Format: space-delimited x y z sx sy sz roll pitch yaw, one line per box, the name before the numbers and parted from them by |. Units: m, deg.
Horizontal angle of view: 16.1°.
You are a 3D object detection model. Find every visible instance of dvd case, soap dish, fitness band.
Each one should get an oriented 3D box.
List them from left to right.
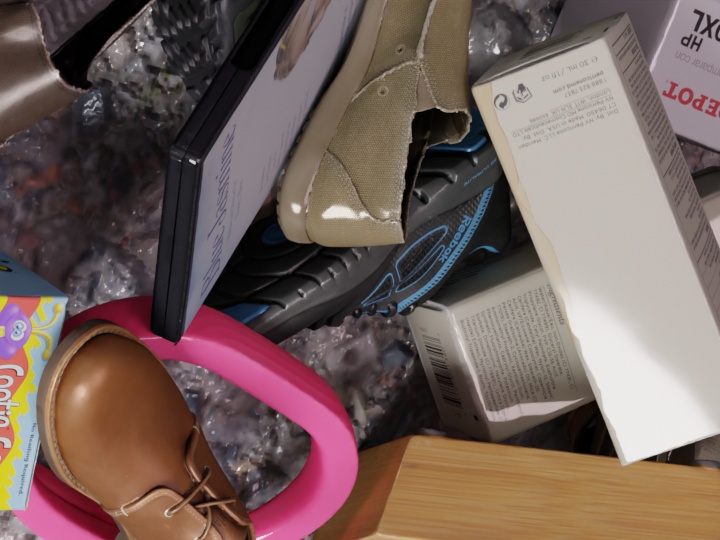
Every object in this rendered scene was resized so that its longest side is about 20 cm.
fitness band | -0.090 0.087 1.232 0.144 0.037 0.200 -40 133 18
dvd case | -0.041 -0.080 1.155 0.143 0.018 0.200 103 14 -56
soap dish | 0.087 0.134 1.314 0.200 0.157 0.081 8 79 -12

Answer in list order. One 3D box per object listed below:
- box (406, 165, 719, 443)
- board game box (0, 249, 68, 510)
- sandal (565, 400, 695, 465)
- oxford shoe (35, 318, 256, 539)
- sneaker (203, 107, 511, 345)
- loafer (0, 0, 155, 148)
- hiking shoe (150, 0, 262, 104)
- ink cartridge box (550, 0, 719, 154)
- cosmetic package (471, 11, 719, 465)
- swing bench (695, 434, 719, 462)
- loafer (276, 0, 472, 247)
box | 0.130 0.015 1.354 0.200 0.068 0.082 -21 102 -18
board game box | -0.244 0.040 1.093 0.200 0.105 0.103 2 108 -36
sandal | 0.144 0.075 1.435 0.082 0.055 0.200 -3 96 -41
oxford shoe | -0.085 0.094 1.156 0.071 0.071 0.200 -49 142 -20
sneaker | 0.000 0.000 1.279 0.200 0.073 0.082 -32 129 -20
loafer | -0.159 -0.096 1.122 0.200 0.071 0.073 -48 129 -10
hiking shoe | -0.040 -0.168 1.178 0.101 0.076 0.200 -9 113 -30
ink cartridge box | 0.202 -0.164 1.354 0.145 0.084 0.200 17 98 -39
cosmetic package | 0.130 -0.018 1.253 0.073 0.104 0.200 -19 97 16
swing bench | 0.302 0.130 1.474 0.200 0.199 0.130 -34 125 -22
loafer | 0.027 -0.095 1.236 0.076 0.067 0.200 63 51 -76
